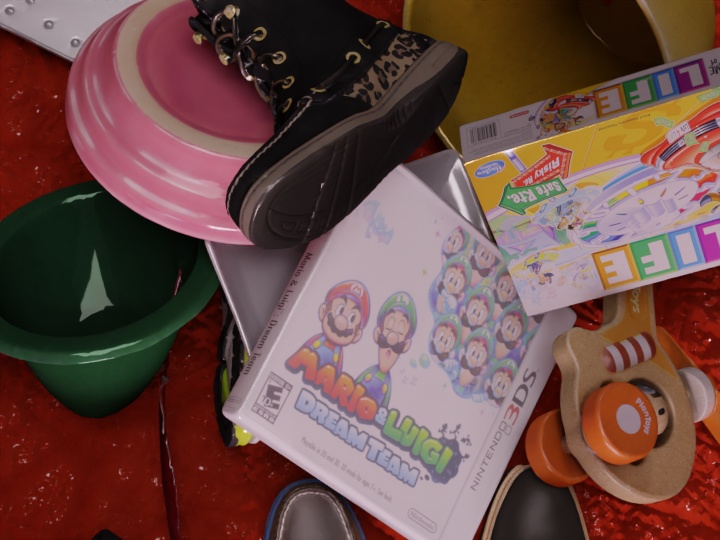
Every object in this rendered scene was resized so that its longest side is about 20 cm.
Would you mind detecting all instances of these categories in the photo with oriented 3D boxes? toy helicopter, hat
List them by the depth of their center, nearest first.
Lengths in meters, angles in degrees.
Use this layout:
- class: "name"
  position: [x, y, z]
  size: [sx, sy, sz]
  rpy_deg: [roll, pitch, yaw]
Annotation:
- class: "toy helicopter"
  position: [0.178, 0.047, 1.006]
  size: [0.131, 0.079, 0.202]
  rpy_deg: [14, 64, -24]
- class: "hat"
  position: [-0.155, 0.069, 1.007]
  size: [0.164, 0.177, 0.201]
  rpy_deg: [4, 40, 13]

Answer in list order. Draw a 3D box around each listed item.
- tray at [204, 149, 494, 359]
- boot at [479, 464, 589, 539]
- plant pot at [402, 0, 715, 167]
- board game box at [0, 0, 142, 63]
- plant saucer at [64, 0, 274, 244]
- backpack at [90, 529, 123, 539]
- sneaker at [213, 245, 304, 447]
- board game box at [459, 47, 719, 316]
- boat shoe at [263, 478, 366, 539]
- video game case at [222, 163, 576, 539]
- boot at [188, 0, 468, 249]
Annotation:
- class: "tray"
  position: [0.000, 0.000, 0.991]
  size: [0.199, 0.022, 0.108]
  rpy_deg: [-20, 88, -33]
- class: "boot"
  position: [0.114, 0.209, 0.935]
  size: [0.076, 0.138, 0.202]
  rpy_deg: [3, 75, -5]
- class: "plant pot"
  position: [0.147, -0.155, 1.018]
  size: [0.200, 0.200, 0.142]
  rpy_deg: [47, 51, 7]
- class: "board game box"
  position: [-0.133, -0.214, 1.076]
  size: [0.198, 0.026, 0.201]
  rpy_deg: [26, 75, 1]
- class: "plant saucer"
  position: [-0.078, -0.107, 0.973]
  size: [0.198, 0.051, 0.202]
  rpy_deg: [9, 48, -10]
- class: "backpack"
  position: [-0.170, 0.277, 0.903]
  size: [0.200, 0.154, 0.163]
  rpy_deg: [-43, 87, 5]
- class: "sneaker"
  position: [-0.045, 0.016, 1.013]
  size: [0.080, 0.074, 0.202]
  rpy_deg: [10, 75, -21]
- class: "board game box"
  position: [0.172, -0.053, 0.927]
  size: [0.198, 0.135, 0.034]
  rpy_deg: [-16, 43, 14]
- class: "boat shoe"
  position: [-0.017, 0.222, 0.953]
  size: [0.071, 0.072, 0.202]
  rpy_deg: [-7, 77, -7]
- class: "video game case"
  position: [0.031, 0.054, 0.970]
  size: [0.200, 0.024, 0.183]
  rpy_deg: [38, 72, -32]
- class: "boot"
  position: [-0.049, -0.104, 0.901]
  size: [0.153, 0.074, 0.203]
  rpy_deg: [34, 45, 16]
